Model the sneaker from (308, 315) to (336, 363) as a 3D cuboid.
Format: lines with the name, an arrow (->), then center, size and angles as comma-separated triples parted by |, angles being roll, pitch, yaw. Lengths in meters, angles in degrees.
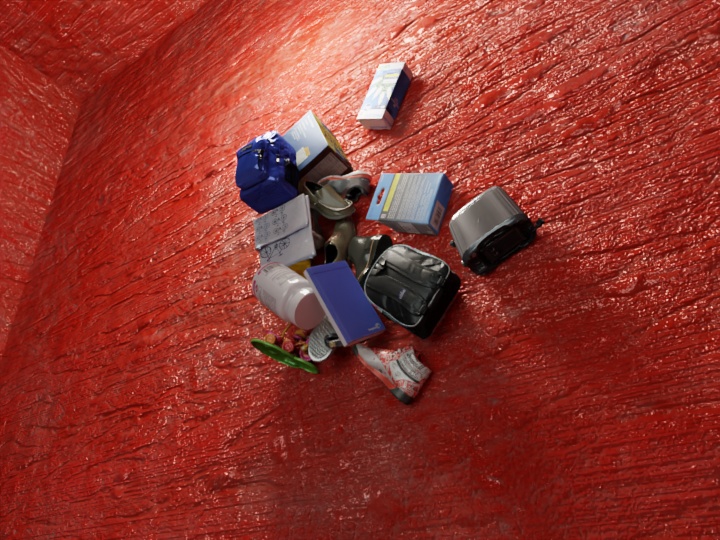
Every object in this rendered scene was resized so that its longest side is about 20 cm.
sneaker -> -0.075, 0.150, 1.330 | 0.077, 0.080, 0.202 | 6, 58, 16

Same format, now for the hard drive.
hard drive -> -0.036, 0.073, 1.236 | 0.025, 0.131, 0.201 | -46, 67, 39

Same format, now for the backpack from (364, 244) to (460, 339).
backpack -> 0.115, 0.042, 1.203 | 0.199, 0.150, 0.179 | 28, 82, 35

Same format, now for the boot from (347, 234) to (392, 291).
boot -> 0.000, 0.000, 1.380 | 0.138, 0.077, 0.202 | 8, 69, 52

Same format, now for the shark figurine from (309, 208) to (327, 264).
shark figurine -> -0.112, -0.106, 1.524 | 0.088, 0.130, 0.215 | -4, 33, 2

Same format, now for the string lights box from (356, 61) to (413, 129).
string lights box -> 0.076, -0.532, 1.603 | 0.102, 0.059, 0.202 | 11, 74, 39

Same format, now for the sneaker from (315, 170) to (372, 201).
sneaker -> -0.058, -0.230, 1.536 | 0.198, 0.077, 0.083 | -11, 66, 33

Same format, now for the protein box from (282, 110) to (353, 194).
protein box -> -0.162, -0.341, 1.629 | 0.199, 0.135, 0.200 | -38, 50, 15

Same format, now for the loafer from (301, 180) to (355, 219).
loafer -> -0.100, -0.204, 1.496 | 0.198, 0.070, 0.075 | 24, 46, 31

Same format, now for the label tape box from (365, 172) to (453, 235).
label tape box -> 0.127, -0.177, 1.371 | 0.198, 0.063, 0.146 | 9, 73, 40

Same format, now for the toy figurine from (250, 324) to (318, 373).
toy figurine -> -0.161, 0.150, 1.387 | 0.198, 0.151, 0.186 | 18, 67, 19

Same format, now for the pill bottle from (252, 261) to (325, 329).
pill bottle -> -0.176, 0.062, 1.298 | 0.199, 0.113, 0.114 | 29, 85, 46

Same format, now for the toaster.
toaster -> 0.293, -0.096, 1.169 | 0.199, 0.113, 0.130 | -38, 47, 17

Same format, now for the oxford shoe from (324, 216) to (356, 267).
oxford shoe -> -0.059, -0.079, 1.451 | 0.070, 0.075, 0.202 | -16, 57, 32

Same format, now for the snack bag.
snack bag -> -0.211, -0.091, 1.429 | 0.187, 0.021, 0.202 | -22, 60, 21

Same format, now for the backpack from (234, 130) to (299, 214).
backpack -> -0.264, -0.296, 1.484 | 0.161, 0.168, 0.202 | -15, 57, 22

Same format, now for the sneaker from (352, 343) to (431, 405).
sneaker -> 0.075, 0.204, 1.206 | 0.108, 0.067, 0.201 | -51, 51, 1

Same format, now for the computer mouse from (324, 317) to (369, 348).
computer mouse -> -0.049, 0.094, 1.291 | 0.108, 0.044, 0.202 | -15, 63, 4

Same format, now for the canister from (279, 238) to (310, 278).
canister -> -0.206, -0.056, 1.509 | 0.149, 0.085, 0.202 | 109, 149, -49
